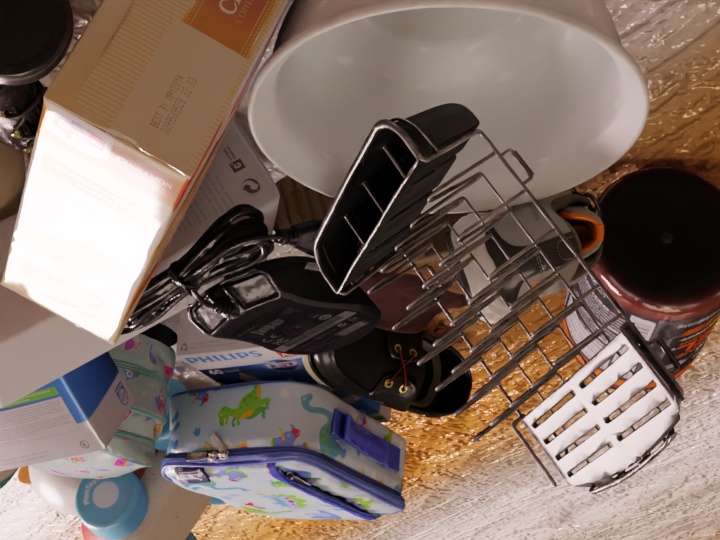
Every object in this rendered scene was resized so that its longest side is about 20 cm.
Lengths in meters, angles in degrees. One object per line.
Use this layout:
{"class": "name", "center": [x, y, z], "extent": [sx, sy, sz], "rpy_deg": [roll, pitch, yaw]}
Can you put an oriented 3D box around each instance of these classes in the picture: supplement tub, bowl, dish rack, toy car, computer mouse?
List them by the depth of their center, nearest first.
{"class": "dish rack", "center": [0.067, 0.025, 0.680], "extent": [0.054, 0.201, 0.154], "rpy_deg": [-31, 167, -26]}
{"class": "bowl", "center": [0.043, -0.112, 0.694], "extent": [0.199, 0.091, 0.202], "rpy_deg": [0, 155, 0]}
{"class": "computer mouse", "center": [-0.044, -0.001, 0.824], "extent": [0.140, 0.046, 0.199], "rpy_deg": [-32, 153, 34]}
{"class": "supplement tub", "center": [0.198, 0.017, 0.957], "extent": [0.106, 0.108, 0.200], "rpy_deg": [0, 156, 1]}
{"class": "toy car", "center": [-0.238, 0.177, 1.303], "extent": [0.198, 0.178, 0.185], "rpy_deg": [22, 160, 24]}

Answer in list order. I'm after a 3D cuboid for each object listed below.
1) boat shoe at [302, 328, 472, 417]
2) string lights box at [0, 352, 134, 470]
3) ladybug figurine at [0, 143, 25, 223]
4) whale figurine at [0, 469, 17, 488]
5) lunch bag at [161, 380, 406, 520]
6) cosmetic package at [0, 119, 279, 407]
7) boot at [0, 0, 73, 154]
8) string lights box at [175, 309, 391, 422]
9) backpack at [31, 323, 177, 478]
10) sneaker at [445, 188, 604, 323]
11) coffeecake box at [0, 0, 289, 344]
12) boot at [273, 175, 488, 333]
{"class": "boat shoe", "center": [0.025, 0.072, 1.102], "extent": [0.063, 0.074, 0.201], "rpy_deg": [11, 171, 35]}
{"class": "string lights box", "center": [-0.248, 0.035, 0.926], "extent": [0.102, 0.059, 0.201], "rpy_deg": [-13, 117, 23]}
{"class": "ladybug figurine", "center": [-0.289, -0.043, 0.805], "extent": [0.198, 0.072, 0.137], "rpy_deg": [-21, 108, 26]}
{"class": "whale figurine", "center": [-0.388, 0.147, 1.180], "extent": [0.198, 0.160, 0.104], "rpy_deg": [0, 136, -35]}
{"class": "lunch bag", "center": [-0.057, 0.154, 1.142], "extent": [0.159, 0.083, 0.200], "rpy_deg": [-7, 156, 26]}
{"class": "cosmetic package", "center": [-0.151, -0.007, 0.833], "extent": [0.199, 0.074, 0.102], "rpy_deg": [-27, 162, -21]}
{"class": "boot", "center": [-0.182, -0.110, 0.666], "extent": [0.199, 0.069, 0.174], "rpy_deg": [35, 166, 27]}
{"class": "string lights box", "center": [-0.057, 0.072, 1.133], "extent": [0.102, 0.060, 0.200], "rpy_deg": [-8, 154, 24]}
{"class": "backpack", "center": [-0.225, 0.101, 1.103], "extent": [0.165, 0.128, 0.199], "rpy_deg": [11, 163, -31]}
{"class": "sneaker", "center": [0.115, -0.020, 0.825], "extent": [0.079, 0.075, 0.200], "rpy_deg": [-16, -171, 21]}
{"class": "coffeecake box", "center": [-0.104, -0.076, 0.683], "extent": [0.073, 0.155, 0.200], "rpy_deg": [28, 151, -6]}
{"class": "boot", "center": [0.000, 0.000, 0.958], "extent": [0.198, 0.073, 0.166], "rpy_deg": [9, 152, -26]}
